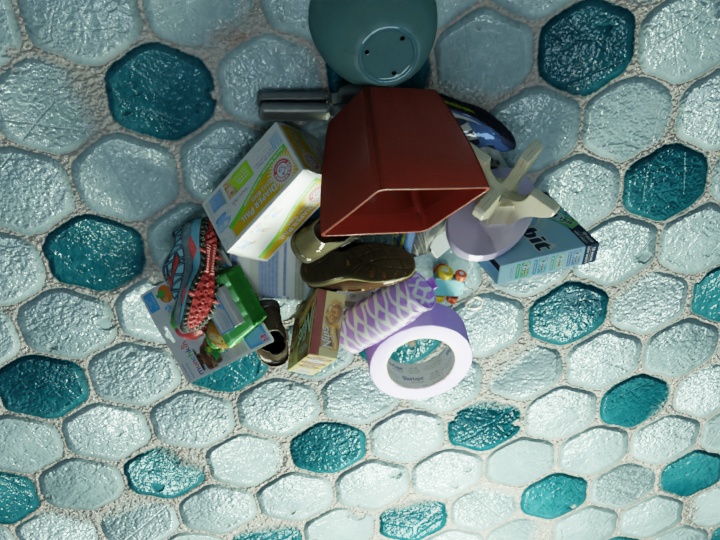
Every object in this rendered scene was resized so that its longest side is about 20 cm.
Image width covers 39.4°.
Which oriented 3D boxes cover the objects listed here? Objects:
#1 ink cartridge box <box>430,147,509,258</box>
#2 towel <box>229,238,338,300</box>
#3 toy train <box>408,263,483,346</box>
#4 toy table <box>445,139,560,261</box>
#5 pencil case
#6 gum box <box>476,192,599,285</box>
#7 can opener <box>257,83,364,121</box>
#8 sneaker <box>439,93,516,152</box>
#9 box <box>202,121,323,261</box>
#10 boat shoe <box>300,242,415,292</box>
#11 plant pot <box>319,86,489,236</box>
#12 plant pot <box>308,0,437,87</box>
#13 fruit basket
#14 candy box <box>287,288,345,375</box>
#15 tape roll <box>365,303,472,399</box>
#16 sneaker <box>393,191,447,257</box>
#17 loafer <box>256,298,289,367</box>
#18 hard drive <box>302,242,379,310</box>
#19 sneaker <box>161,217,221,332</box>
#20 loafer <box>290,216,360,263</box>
[{"bbox_3d":[0.164,-0.139,1.768,0.200,0.057,0.163,-42,127,-2],"label":"ink cartridge box"},{"bbox_3d":[-0.136,-0.009,1.777,0.198,0.024,0.148,6,128,4],"label":"towel"},{"bbox_3d":[0.124,0.057,1.905,0.198,0.056,0.151,-25,131,12],"label":"toy train"},{"bbox_3d":[0.227,-0.118,1.635,0.182,0.201,0.117,26,148,6],"label":"toy table"},{"bbox_3d":[0.040,0.075,1.772,0.199,0.085,0.085,-31,166,33],"label":"pencil case"},{"bbox_3d":[0.280,-0.059,1.737,0.198,0.170,0.045,-13,130,-21],"label":"gum box"},{"bbox_3d":[-0.064,-0.270,1.594,0.198,0.053,0.067,-4,139,-6],"label":"can opener"},{"bbox_3d":[0.162,-0.231,1.665,0.198,0.074,0.083,18,118,-14],"label":"sneaker"},{"bbox_3d":[-0.145,-0.125,1.638,0.200,0.113,0.101,-45,149,22],"label":"box"},{"bbox_3d":[0.000,0.000,1.718,0.198,0.073,0.068,-5,156,13],"label":"boat shoe"},{"bbox_3d":[0.048,-0.171,1.538,0.198,0.178,0.200,-4,164,-30],"label":"plant pot"},{"bbox_3d":[0.029,-0.351,1.497,0.198,0.135,0.202,-6,130,-8],"label":"plant pot"},{"bbox_3d":[-0.275,0.085,1.774,0.199,0.094,0.187,-26,95,17],"label":"fruit basket"},{"bbox_3d":[-0.080,0.112,1.782,0.055,0.117,0.200,10,164,-13],"label":"candy box"},{"bbox_3d":[0.109,0.154,1.907,0.198,0.066,0.201,-4,131,-5],"label":"tape roll"},{"bbox_3d":[0.115,-0.110,1.697,0.082,0.071,0.201,-3,126,-29],"label":"sneaker"},{"bbox_3d":[-0.170,0.132,1.867,0.072,0.072,0.201,-12,147,-2],"label":"loafer"},{"bbox_3d":[-0.009,0.014,1.810,0.198,0.038,0.141,5,130,6],"label":"hard drive"},{"bbox_3d":[-0.291,0.012,1.696,0.095,0.202,0.079,-8,153,28],"label":"sneaker"},{"bbox_3d":[-0.028,-0.078,1.687,0.076,0.200,0.067,55,146,-7],"label":"loafer"}]
